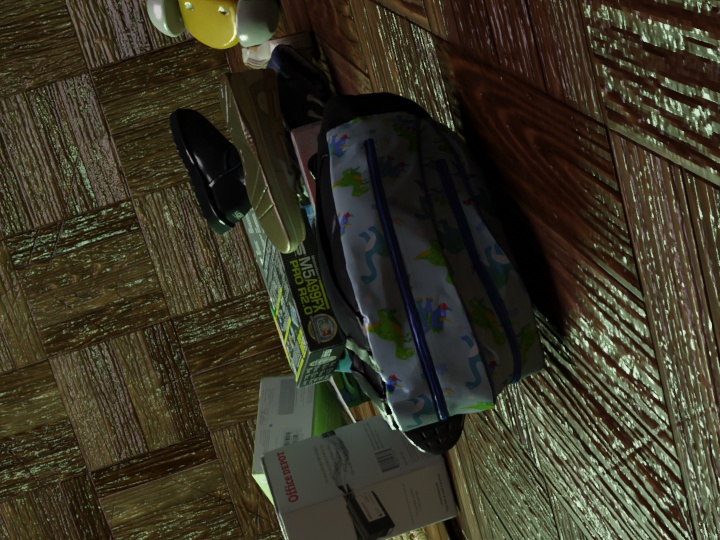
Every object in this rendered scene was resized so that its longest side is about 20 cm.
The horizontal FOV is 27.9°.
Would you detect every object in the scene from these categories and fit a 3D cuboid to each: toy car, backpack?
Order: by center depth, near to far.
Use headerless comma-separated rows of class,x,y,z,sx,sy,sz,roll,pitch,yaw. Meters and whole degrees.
backpack,0.036,0.004,0.897,0.200,0.153,0.164,-79,-18,-53
toy car,-0.187,-0.392,1.873,0.200,0.174,0.150,79,-152,-53

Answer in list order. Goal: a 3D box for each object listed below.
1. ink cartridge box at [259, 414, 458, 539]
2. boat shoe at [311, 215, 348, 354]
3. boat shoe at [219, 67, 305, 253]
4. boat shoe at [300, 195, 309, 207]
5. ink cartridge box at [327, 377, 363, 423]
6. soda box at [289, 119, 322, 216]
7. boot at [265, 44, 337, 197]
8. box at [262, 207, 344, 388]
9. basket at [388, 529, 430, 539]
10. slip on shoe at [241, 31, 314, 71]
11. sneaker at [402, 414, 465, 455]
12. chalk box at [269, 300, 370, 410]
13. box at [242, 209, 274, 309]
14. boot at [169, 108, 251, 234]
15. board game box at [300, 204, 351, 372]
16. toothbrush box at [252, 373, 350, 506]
ink cartridge box,-0.004,0.249,1.690,0.145,0.199,0.085,-118,12,-65
boat shoe,0.000,0.000,1.585,0.068,0.074,0.201,117,139,-56
boat shoe,-0.089,-0.117,1.502,0.073,0.063,0.202,124,128,-63
boat shoe,-0.076,-0.164,1.864,0.067,0.057,0.201,-64,-40,-56
ink cartridge box,0.025,0.208,1.857,0.201,0.050,0.162,61,174,1
soda box,-0.012,-0.055,1.473,0.064,0.068,0.201,-126,18,-79
boot,-0.048,-0.149,1.538,0.200,0.073,0.091,46,127,23
box,-0.067,0.036,1.649,0.200,0.044,0.161,109,144,-73
basket,0.054,0.342,1.822,0.200,0.142,0.149,46,116,41
slip on shoe,-0.090,-0.239,1.682,0.200,0.076,0.061,-163,57,-74
sneaker,0.058,0.083,1.307,0.088,0.075,0.201,54,-165,-54
chalk box,-0.038,0.116,2.012,0.200,0.123,0.125,-118,11,-64
box,-0.095,-0.072,1.942,0.158,0.050,0.201,-60,-39,-49
boot,-0.140,-0.155,1.804,0.073,0.162,0.199,36,-153,-58
board game box,-0.033,0.018,1.730,0.151,0.047,0.201,176,83,-68
toothbrush box,-0.069,0.248,1.921,0.200,0.086,0.146,66,-158,-51
